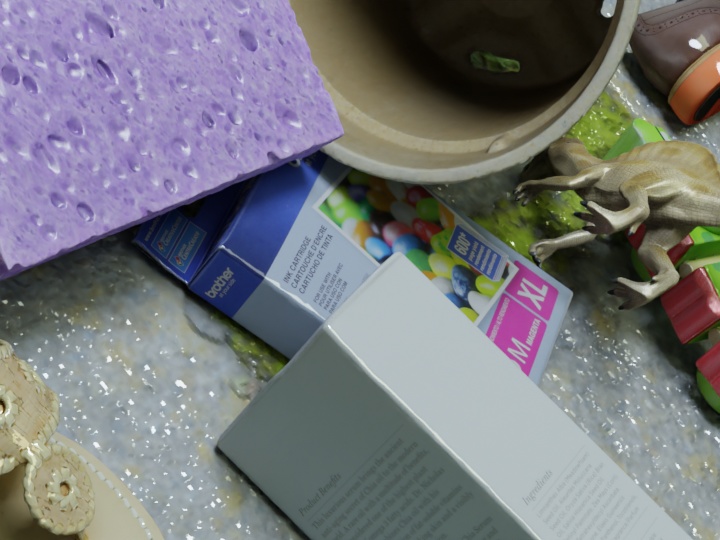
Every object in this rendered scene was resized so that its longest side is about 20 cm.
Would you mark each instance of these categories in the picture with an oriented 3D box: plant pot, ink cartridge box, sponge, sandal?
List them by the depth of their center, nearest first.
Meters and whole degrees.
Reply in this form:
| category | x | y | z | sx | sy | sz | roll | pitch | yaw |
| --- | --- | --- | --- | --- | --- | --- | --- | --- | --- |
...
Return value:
| category | x | y | z | sx | sy | sz | roll | pitch | yaw |
| --- | --- | --- | --- | --- | --- | --- | --- | --- | --- |
| sandal | -0.156 | 0.051 | 0.843 | 0.211 | 0.070 | 0.078 | 38 | 57 | 23 |
| sponge | -0.101 | -0.077 | 0.975 | 0.199 | 0.030 | 0.112 | -25 | 91 | -42 |
| ink cartridge box | 0.000 | 0.000 | 1.066 | 0.199 | 0.042 | 0.120 | 33 | 43 | -7 |
| plant pot | 0.057 | -0.150 | 1.111 | 0.201 | 0.200 | 0.183 | 48 | 18 | 7 |

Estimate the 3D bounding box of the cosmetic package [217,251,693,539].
| category | x | y | z | sx | sy | sz | roll | pitch | yaw |
| --- | --- | --- | --- | --- | --- | --- | --- | --- | --- |
| cosmetic package | 0.047 | 0.103 | 0.972 | 0.200 | 0.101 | 0.071 | 45 | 42 | 2 |

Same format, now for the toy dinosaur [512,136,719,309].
| category | x | y | z | sx | sy | sz | roll | pitch | yaw |
| --- | --- | --- | --- | --- | --- | --- | --- | --- | --- |
| toy dinosaur | 0.148 | -0.033 | 1.111 | 0.199 | 0.059 | 0.101 | 18 | 45 | 34 |

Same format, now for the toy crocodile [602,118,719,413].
| category | x | y | z | sx | sy | sz | roll | pitch | yaw |
| --- | --- | --- | --- | --- | --- | --- | --- | --- | --- |
| toy crocodile | 0.179 | 0.010 | 1.164 | 0.061 | 0.068 | 0.201 | -8 | 62 | -39 |

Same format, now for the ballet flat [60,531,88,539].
| category | x | y | z | sx | sy | sz | roll | pitch | yaw |
| --- | --- | --- | --- | --- | --- | --- | --- | --- | --- |
| ballet flat | -0.059 | 0.177 | 0.873 | 0.200 | 0.076 | 0.064 | 39 | 74 | 3 |

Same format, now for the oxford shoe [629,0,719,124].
| category | x | y | z | sx | sy | sz | roll | pitch | yaw |
| --- | --- | --- | --- | --- | --- | --- | --- | --- | --- |
| oxford shoe | 0.231 | -0.153 | 1.333 | 0.073 | 0.071 | 0.199 | 48 | 43 | 14 |
